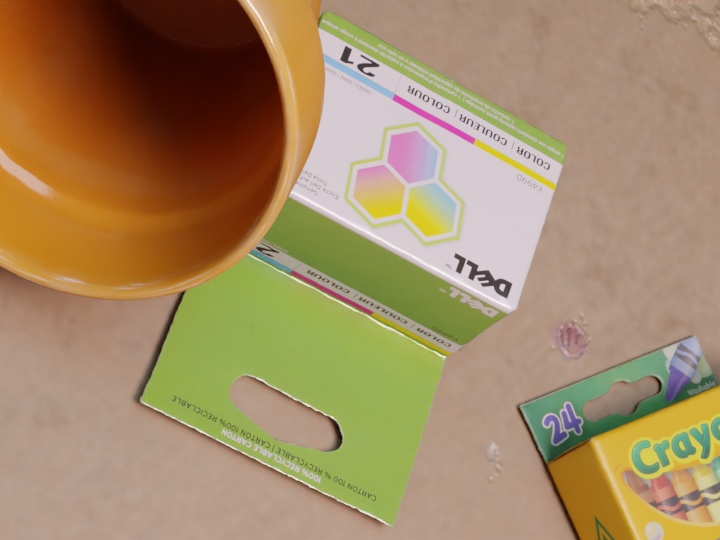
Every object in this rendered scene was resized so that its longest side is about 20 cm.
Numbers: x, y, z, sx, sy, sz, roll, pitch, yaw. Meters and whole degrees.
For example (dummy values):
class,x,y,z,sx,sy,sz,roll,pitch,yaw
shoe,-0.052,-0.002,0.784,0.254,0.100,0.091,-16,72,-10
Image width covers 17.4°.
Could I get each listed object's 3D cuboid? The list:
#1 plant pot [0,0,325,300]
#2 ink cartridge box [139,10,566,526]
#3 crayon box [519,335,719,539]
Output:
class,x,y,z,sx,sy,sz,roll,pitch,yaw
plant pot,-0.099,-0.119,1.080,0.200,0.200,0.183,38,34,-8
ink cartridge box,0.000,0.000,1.146,0.147,0.076,0.201,28,60,-14
crayon box,0.180,0.134,1.196,0.125,0.052,0.201,-19,79,-31
